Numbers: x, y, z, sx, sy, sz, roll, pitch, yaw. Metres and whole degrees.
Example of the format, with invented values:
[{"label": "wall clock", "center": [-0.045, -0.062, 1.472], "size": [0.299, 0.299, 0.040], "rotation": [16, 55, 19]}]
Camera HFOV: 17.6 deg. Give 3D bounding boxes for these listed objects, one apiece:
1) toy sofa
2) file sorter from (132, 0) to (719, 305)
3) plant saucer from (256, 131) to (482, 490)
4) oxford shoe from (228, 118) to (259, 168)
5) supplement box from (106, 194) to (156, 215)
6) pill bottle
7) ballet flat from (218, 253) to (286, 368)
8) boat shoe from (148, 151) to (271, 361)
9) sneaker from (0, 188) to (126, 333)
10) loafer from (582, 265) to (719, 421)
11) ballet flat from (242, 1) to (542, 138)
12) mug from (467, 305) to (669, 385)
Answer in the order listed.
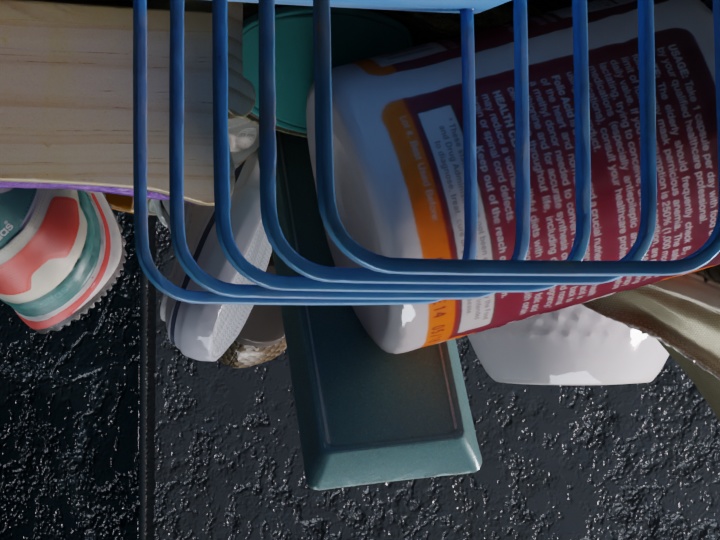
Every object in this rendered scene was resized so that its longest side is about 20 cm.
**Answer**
[{"label": "toy sofa", "center": [-0.142, -0.072, 0.838], "size": [0.199, 0.098, 0.083], "rotation": [0, 180, -32]}, {"label": "file sorter", "center": [0.014, -0.054, 0.736], "size": [0.138, 0.123, 0.200], "rotation": [1, 177, -21]}, {"label": "plant saucer", "center": [0.000, 0.000, 0.963], "size": [0.070, 0.201, 0.019], "rotation": [-6, 141, -5]}, {"label": "oxford shoe", "center": [-0.118, -0.075, 0.952], "size": [0.199, 0.058, 0.075], "rotation": [8, -143, -32]}, {"label": "supplement box", "center": [-0.114, -0.071, 1.222], "size": [0.126, 0.074, 0.200], "rotation": [12, -175, 26]}, {"label": "pill bottle", "center": [0.088, -0.046, 0.916], "size": [0.199, 0.115, 0.114], "rotation": [-15, -177, -11]}, {"label": "ballet flat", "center": [-0.032, -0.032, 1.158], "size": [0.067, 0.201, 0.046], "rotation": [22, 144, -3]}, {"label": "boat shoe", "center": [-0.069, -0.037, 1.087], "size": [0.066, 0.074, 0.200], "rotation": [15, -138, 4]}, {"label": "sneaker", "center": [-0.170, -0.064, 0.985], "size": [0.070, 0.200, 0.093], "rotation": [-39, 139, 6]}, {"label": "loafer", "center": [0.170, 0.043, 1.000], "size": [0.199, 0.068, 0.076], "rotation": [26, -165, -11]}, {"label": "ballet flat", "center": [0.011, -0.091, 0.972], "size": [0.199, 0.071, 0.071], "rotation": [3, 178, -33]}, {"label": "mug", "center": [0.132, -0.027, 1.294], "size": [0.147, 0.176, 0.200], "rotation": [0, 180, 38]}]
